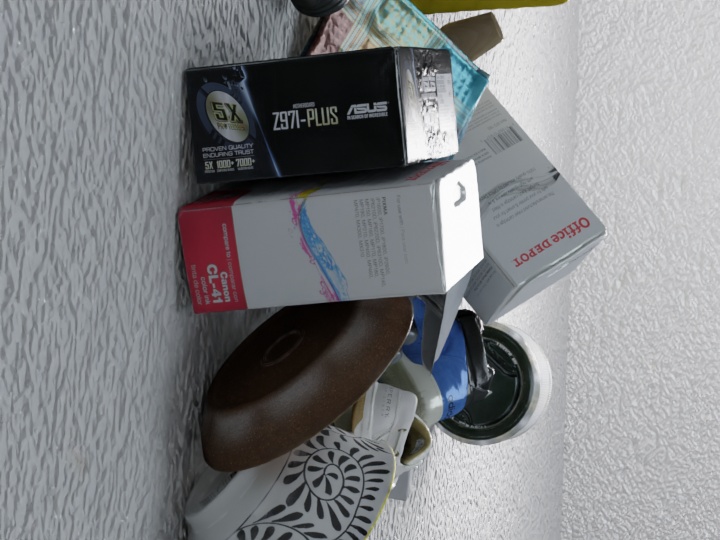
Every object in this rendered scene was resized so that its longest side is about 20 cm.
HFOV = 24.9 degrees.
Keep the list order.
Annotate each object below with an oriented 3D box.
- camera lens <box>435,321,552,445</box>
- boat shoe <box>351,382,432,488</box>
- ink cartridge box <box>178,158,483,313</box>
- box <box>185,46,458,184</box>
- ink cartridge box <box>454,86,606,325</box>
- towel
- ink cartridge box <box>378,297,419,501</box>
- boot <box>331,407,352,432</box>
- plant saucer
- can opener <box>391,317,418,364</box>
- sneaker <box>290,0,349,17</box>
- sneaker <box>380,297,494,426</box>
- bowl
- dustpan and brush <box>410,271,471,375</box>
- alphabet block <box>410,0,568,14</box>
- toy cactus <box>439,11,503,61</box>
[{"bbox_3d":[0.170,0.149,2.168,0.200,0.158,0.162,15,80,-76],"label":"camera lens"},{"bbox_3d":[0.032,0.163,1.518,0.200,0.068,0.072,80,17,-65],"label":"boat shoe"},{"bbox_3d":[-0.019,-0.028,1.229,0.148,0.197,0.087,-36,121,-70],"label":"ink cartridge box"},{"bbox_3d":[-0.023,-0.121,1.251,0.200,0.162,0.087,-24,109,-74],"label":"box"},{"bbox_3d":[0.126,-0.065,1.629,0.144,0.201,0.084,-29,163,-35],"label":"ink cartridge box"},{"bbox_3d":[0.031,-0.172,1.492,0.200,0.022,0.148,38,70,-36],"label":"towel"},{"bbox_3d":[0.033,0.114,1.717,0.147,0.083,0.202,93,11,-53],"label":"ink cartridge box"},{"bbox_3d":[-0.036,0.128,1.506,0.200,0.071,0.157,2,95,-77],"label":"boot"},{"bbox_3d":[-0.050,0.070,1.243,0.037,0.199,0.201,52,32,-20],"label":"plant saucer"},{"bbox_3d":[0.000,0.000,1.511,0.053,0.066,0.201,-53,-139,31],"label":"can opener"},{"bbox_3d":[-0.029,-0.307,1.391,0.099,0.070,0.202,70,34,-64],"label":"sneaker"},{"bbox_3d":[0.058,0.051,1.620,0.201,0.110,0.077,60,-32,19],"label":"sneaker"},{"bbox_3d":[-0.073,0.183,1.247,0.094,0.200,0.201,42,35,-13],"label":"bowl"},{"bbox_3d":[0.079,-0.023,1.499,0.140,0.057,0.201,97,15,-49],"label":"dustpan and brush"},{"bbox_3d":[0.107,-0.388,1.585,0.197,0.194,0.202,77,12,-47],"label":"alphabet block"},{"bbox_3d":[0.064,-0.199,1.605,0.103,0.163,0.200,70,16,11],"label":"toy cactus"}]
